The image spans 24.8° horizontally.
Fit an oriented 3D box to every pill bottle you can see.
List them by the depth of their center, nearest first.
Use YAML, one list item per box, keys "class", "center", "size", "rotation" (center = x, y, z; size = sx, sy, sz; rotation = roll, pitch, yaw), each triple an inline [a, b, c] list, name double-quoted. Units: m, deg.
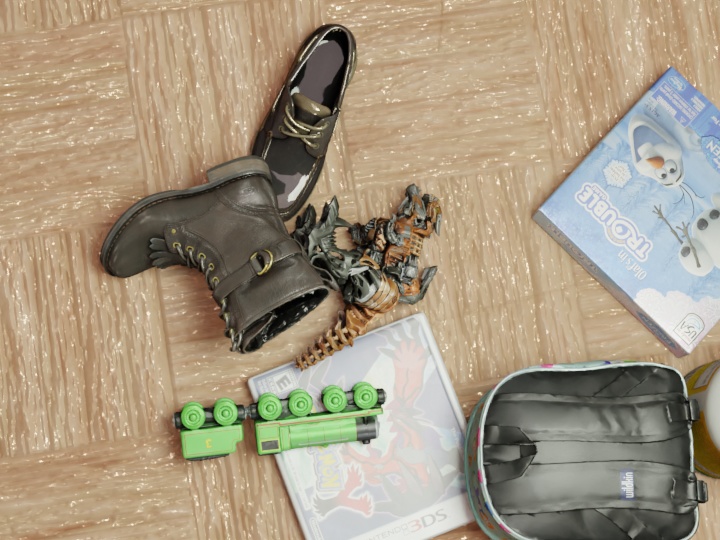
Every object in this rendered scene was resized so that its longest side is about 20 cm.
- class: "pill bottle"
  center: [0.354, 0.129, 1.478]
  size: [0.112, 0.200, 0.114]
  rotation: [1, 80, -5]

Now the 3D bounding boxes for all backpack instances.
- class: "backpack"
  center: [0.192, 0.171, 1.482]
  size: [0.198, 0.151, 0.179]
  rotation: [0, 78, -12]

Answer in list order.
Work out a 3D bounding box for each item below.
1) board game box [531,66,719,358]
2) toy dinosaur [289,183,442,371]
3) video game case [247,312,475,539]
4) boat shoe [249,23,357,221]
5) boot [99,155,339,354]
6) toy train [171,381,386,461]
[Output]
- class: "board game box"
  center: [0.304, -0.057, 1.583]
  size: [0.200, 0.043, 0.199]
  rotation: [43, 81, 3]
- class: "toy dinosaur"
  center: [0.000, 0.000, 1.526]
  size: [0.135, 0.102, 0.201]
  rotation: [37, 54, -14]
- class: "video game case"
  center: [0.012, 0.163, 1.533]
  size: [0.181, 0.023, 0.202]
  rotation: [-20, 83, -8]
- class: "boat shoe"
  center: [-0.057, -0.146, 1.550]
  size: [0.074, 0.073, 0.202]
  rotation: [17, 80, -2]
- class: "boot"
  center: [-0.132, 0.002, 1.474]
  size: [0.199, 0.069, 0.175]
  rotation: [-30, 58, 10]
- class: "toy train"
  center: [-0.072, 0.140, 1.499]
  size: [0.198, 0.042, 0.057]
  rotation: [-6, 92, -5]
